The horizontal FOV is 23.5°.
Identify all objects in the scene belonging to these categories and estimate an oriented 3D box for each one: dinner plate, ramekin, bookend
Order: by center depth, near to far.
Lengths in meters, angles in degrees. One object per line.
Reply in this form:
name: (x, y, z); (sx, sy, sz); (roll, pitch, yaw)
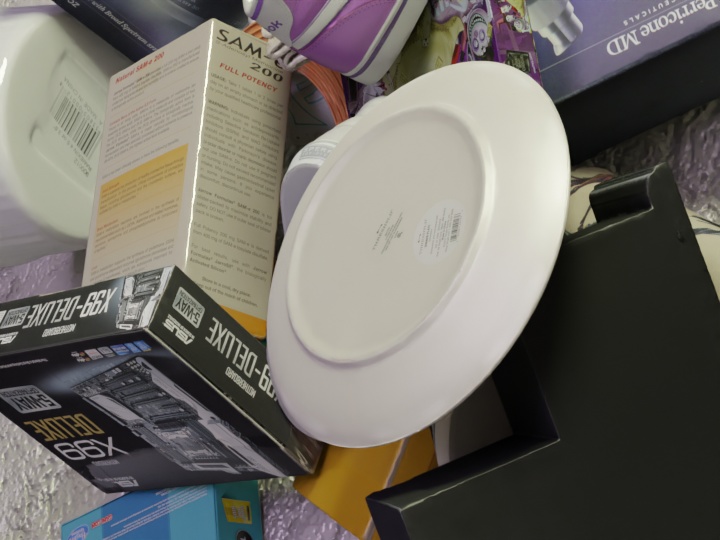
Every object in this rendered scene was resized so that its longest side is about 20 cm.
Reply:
dinner plate: (0.017, -0.014, 0.825); (0.199, 0.024, 0.202); (-27, 49, 36)
bookend: (0.081, 0.080, 0.826); (0.092, 0.199, 0.200); (165, 84, -78)
ramekin: (-0.242, -0.105, 1.304); (0.097, 0.200, 0.202); (-3, 68, 33)

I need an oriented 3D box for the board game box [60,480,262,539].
board game box: (-0.128, 0.240, 1.132); (0.150, 0.047, 0.201); (-28, 54, 31)

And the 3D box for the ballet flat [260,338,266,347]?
ballet flat: (-0.105, 0.050, 1.197); (0.199, 0.070, 0.071); (24, 88, 46)

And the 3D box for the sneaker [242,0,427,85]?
sneaker: (0.004, -0.213, 0.944); (0.202, 0.114, 0.073); (-63, 22, 5)

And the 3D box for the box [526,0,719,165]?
box: (0.138, -0.186, 0.997); (0.147, 0.104, 0.202); (-25, 69, 23)

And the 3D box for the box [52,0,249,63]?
box: (-0.128, -0.262, 1.251); (0.198, 0.200, 0.124); (-33, 41, 28)

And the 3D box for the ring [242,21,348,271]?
ring: (-0.047, -0.071, 1.172); (0.200, 0.019, 0.202); (8, 101, 50)

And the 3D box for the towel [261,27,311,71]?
towel: (0.005, -0.199, 1.099); (0.132, 0.035, 0.201); (-26, 27, 21)

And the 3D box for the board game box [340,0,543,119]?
board game box: (0.045, -0.094, 0.996); (0.200, 0.032, 0.121); (-24, 79, 65)

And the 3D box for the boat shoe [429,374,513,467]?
boat shoe: (0.054, 0.031, 0.913); (0.093, 0.074, 0.202); (8, 98, 63)

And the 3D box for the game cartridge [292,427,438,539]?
game cartridge: (0.029, 0.057, 1.030); (0.201, 0.032, 0.176); (-65, 15, -3)

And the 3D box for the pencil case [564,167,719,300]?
pencil case: (0.174, 0.016, 0.929); (0.200, 0.077, 0.090); (32, 105, 47)

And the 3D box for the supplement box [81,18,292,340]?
supplement box: (-0.115, -0.046, 1.133); (0.126, 0.073, 0.202); (-18, 60, 47)

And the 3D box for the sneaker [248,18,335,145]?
sneaker: (-0.010, -0.119, 1.188); (0.200, 0.070, 0.081); (33, 117, 43)

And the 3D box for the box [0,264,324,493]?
box: (-0.139, 0.074, 1.080); (0.199, 0.158, 0.050); (-10, 46, 40)

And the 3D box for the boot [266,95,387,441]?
boot: (0.000, 0.000, 0.999); (0.073, 0.096, 0.201); (23, 130, 21)
